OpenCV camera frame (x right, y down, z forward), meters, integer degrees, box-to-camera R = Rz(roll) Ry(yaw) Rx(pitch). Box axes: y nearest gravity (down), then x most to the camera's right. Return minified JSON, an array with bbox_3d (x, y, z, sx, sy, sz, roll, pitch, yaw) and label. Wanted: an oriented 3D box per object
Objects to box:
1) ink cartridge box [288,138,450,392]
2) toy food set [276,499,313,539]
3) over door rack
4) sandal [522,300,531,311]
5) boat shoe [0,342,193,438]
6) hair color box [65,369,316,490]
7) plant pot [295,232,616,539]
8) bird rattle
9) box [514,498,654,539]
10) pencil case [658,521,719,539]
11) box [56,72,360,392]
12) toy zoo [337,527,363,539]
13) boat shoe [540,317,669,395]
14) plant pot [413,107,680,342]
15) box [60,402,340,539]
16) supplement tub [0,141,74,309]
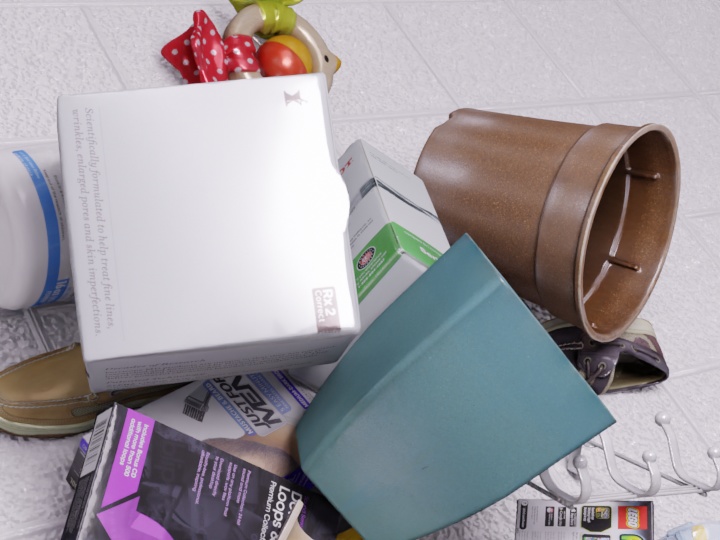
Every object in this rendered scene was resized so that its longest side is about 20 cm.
[{"bbox_3d":[0.000,0.000,1.182,0.083,0.147,0.200,31,22,-26],"label":"ink cartridge box"},{"bbox_3d":[0.001,0.271,0.945,0.200,0.060,0.144,39,48,-12],"label":"toy food set"},{"bbox_3d":[0.178,0.149,1.133,0.147,0.200,0.067,1,88,-27],"label":"over door rack"},{"bbox_3d":[0.083,0.046,1.267,0.199,0.087,0.080,-5,49,-35],"label":"sandal"},{"bbox_3d":[-0.199,0.075,1.088,0.199,0.076,0.072,-12,56,-36],"label":"boat shoe"},{"bbox_3d":[-0.114,0.145,1.074,0.200,0.065,0.109,-26,64,-42],"label":"hair color box"},{"bbox_3d":[0.055,0.100,1.028,0.141,0.200,0.141,50,5,-14],"label":"plant pot"},{"bbox_3d":[-0.099,-0.232,1.449,0.163,0.113,0.200,41,43,-9],"label":"bird rattle"},{"bbox_3d":[0.166,0.259,1.031,0.109,0.035,0.201,-1,41,12],"label":"box"},{"bbox_3d":[0.292,0.303,1.115,0.091,0.083,0.201,32,34,-30],"label":"pencil case"},{"bbox_3d":[-0.115,-0.026,1.023,0.199,0.131,0.200,-6,76,-11],"label":"box"},{"bbox_3d":[0.016,0.272,1.045,0.200,0.021,0.131,43,43,16],"label":"toy zoo"},{"bbox_3d":[0.217,0.087,1.309,0.199,0.072,0.065,-1,43,-38],"label":"boat shoe"},{"bbox_3d":[0.165,-0.058,1.279,0.197,0.201,0.200,18,33,32],"label":"plant pot"},{"bbox_3d":[-0.110,0.196,0.965,0.199,0.036,0.144,29,54,-26],"label":"box"},{"bbox_3d":[-0.221,-0.047,1.161,0.199,0.132,0.132,-12,54,-36],"label":"supplement tub"}]
